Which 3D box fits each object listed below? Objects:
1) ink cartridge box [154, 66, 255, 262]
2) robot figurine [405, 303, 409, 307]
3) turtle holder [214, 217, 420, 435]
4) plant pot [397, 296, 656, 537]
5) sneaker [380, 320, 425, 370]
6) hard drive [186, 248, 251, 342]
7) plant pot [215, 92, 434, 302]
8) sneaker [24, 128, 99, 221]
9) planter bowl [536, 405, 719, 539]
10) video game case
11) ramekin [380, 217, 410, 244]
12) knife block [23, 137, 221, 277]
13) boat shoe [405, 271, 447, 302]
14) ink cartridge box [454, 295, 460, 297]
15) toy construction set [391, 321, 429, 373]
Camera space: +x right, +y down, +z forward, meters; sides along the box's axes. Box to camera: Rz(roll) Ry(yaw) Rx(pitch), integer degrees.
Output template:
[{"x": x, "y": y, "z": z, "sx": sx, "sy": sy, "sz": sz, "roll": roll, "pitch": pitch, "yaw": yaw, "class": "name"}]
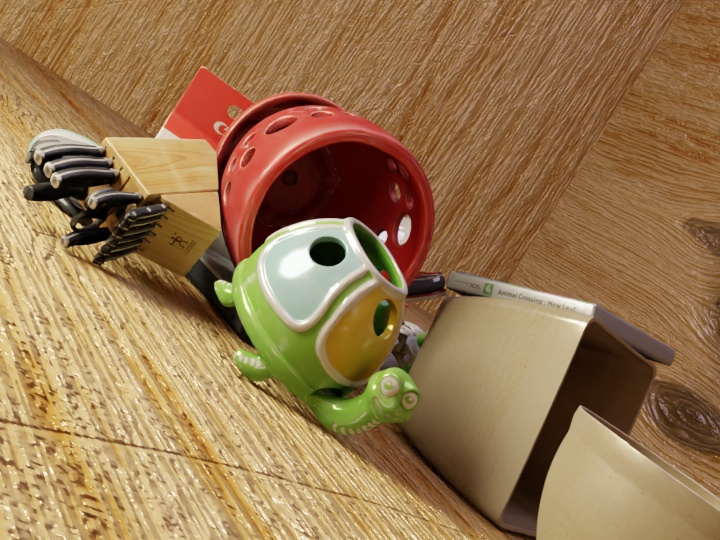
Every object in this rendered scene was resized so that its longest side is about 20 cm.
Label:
[{"x": -0.161, "y": -0.095, "z": 1.076, "sx": 0.160, "sy": 0.200, "sz": 0.051, "roll": 33, "pitch": 36, "yaw": -15, "class": "ink cartridge box"}, {"x": -0.013, "y": 0.033, "z": 1.233, "sx": 0.116, "sy": 0.145, "sz": 0.199, "roll": 42, "pitch": 9, "yaw": 28, "class": "robot figurine"}, {"x": -0.029, "y": 0.039, "z": 0.808, "sx": 0.141, "sy": 0.131, "sz": 0.187, "roll": 42, "pitch": 18, "yaw": -29, "class": "turtle holder"}, {"x": 0.151, "y": 0.135, "z": 0.986, "sx": 0.175, "sy": 0.203, "sz": 0.199, "roll": 23, "pitch": -5, "yaw": 39, "class": "plant pot"}, {"x": 0.033, "y": 0.094, "z": 1.194, "sx": 0.076, "sy": 0.082, "sz": 0.199, "roll": 29, "pitch": 0, "yaw": 37, "class": "sneaker"}, {"x": -0.107, "y": 0.040, "z": 1.026, "sx": 0.139, "sy": 0.033, "sz": 0.200, "roll": 32, "pitch": 3, "yaw": -37, "class": "hard drive"}, {"x": -0.050, "y": -0.066, "z": 0.972, "sx": 0.199, "sy": 0.202, "sz": 0.182, "roll": 32, "pitch": 7, "yaw": -32, "class": "plant pot"}, {"x": -0.239, "y": -0.069, "z": 0.971, "sx": 0.197, "sy": 0.079, "sz": 0.140, "roll": 22, "pitch": 8, "yaw": -16, "class": "sneaker"}, {"x": 0.203, "y": 0.210, "z": 0.701, "sx": 0.198, "sy": 0.136, "sz": 0.200, "roll": 34, "pitch": 3, "yaw": -2, "class": "planter bowl"}, {"x": 0.215, "y": 0.051, "z": 1.051, "sx": 0.180, "sy": 0.022, "sz": 0.198, "roll": 14, "pitch": -7, "yaw": 43, "class": "video game case"}, {"x": 0.006, "y": -0.003, "z": 1.470, "sx": 0.096, "sy": 0.203, "sz": 0.200, "roll": 25, "pitch": 3, "yaw": -5, "class": "ramekin"}, {"x": -0.211, "y": -0.081, "z": 0.873, "sx": 0.174, "sy": 0.064, "sz": 0.202, "roll": 32, "pitch": 26, "yaw": -29, "class": "knife block"}, {"x": 0.000, "y": 0.000, "z": 1.082, "sx": 0.196, "sy": 0.064, "sz": 0.071, "roll": 4, "pitch": 2, "yaw": 19, "class": "boat shoe"}, {"x": 0.168, "y": 0.147, "z": 1.258, "sx": 0.199, "sy": 0.146, "sz": 0.083, "roll": 36, "pitch": 4, "yaw": 40, "class": "ink cartridge box"}, {"x": 0.075, "y": 0.104, "z": 1.122, "sx": 0.091, "sy": 0.134, "sz": 0.198, "roll": -6, "pitch": -17, "yaw": 39, "class": "toy construction set"}]
